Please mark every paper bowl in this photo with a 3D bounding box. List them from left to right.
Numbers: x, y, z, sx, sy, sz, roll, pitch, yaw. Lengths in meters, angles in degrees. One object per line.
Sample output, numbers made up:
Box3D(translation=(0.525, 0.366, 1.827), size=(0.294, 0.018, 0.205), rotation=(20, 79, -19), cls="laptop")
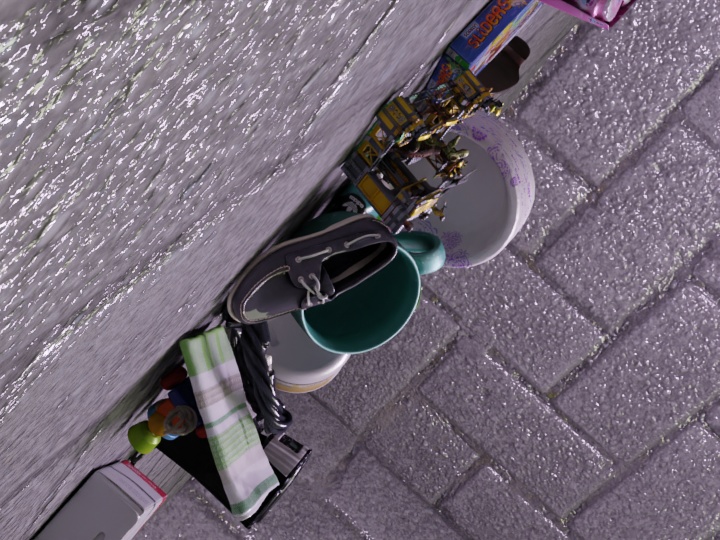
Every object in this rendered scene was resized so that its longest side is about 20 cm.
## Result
Box3D(translation=(0.124, -0.113, 1.565), size=(0.201, 0.201, 0.104), rotation=(-51, 175, 37), cls="paper bowl")

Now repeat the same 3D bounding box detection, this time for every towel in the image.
Box3D(translation=(-0.142, 0.163, 1.356), size=(0.031, 0.201, 0.149), rotation=(-17, -179, 6), cls="towel")

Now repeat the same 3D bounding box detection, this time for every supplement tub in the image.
Box3D(translation=(-0.084, 0.089, 1.657), size=(0.145, 0.145, 0.200), rotation=(-48, 177, -12), cls="supplement tub")

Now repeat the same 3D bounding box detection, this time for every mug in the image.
Box3D(translation=(-0.007, 0.009, 1.468), size=(0.114, 0.184, 0.153), rotation=(47, -57, 53), cls="mug")

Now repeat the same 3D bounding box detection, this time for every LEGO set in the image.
Box3D(translation=(0.085, -0.126, 1.362), size=(0.154, 0.116, 0.200), rotation=(-46, 167, 35), cls="LEGO set")

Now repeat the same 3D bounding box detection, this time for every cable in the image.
Box3D(translation=(-0.116, 0.113, 1.432), size=(0.051, 0.164, 0.200), rotation=(-19, 171, -12), cls="cable")

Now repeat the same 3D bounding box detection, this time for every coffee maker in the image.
Box3D(translation=(-0.196, 0.266, 1.750), size=(0.192, 0.200, 0.135), rotation=(-51, 176, 33), cls="coffee maker")

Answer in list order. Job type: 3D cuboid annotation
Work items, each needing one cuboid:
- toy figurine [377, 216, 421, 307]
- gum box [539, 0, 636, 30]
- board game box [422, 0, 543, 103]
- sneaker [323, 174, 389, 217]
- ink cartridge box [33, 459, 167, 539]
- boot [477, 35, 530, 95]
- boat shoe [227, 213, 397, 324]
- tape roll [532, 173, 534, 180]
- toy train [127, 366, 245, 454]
Box3D(translation=(-0.030, 0.008, 1.814), size=(0.184, 0.201, 0.150), rotation=(-28, 146, 35), cls="toy figurine")
Box3D(translation=(0.261, -0.343, 1.353), size=(0.200, 0.113, 0.066), rotation=(-46, 157, -46), cls="gum box")
Box3D(translation=(0.163, -0.291, 1.469), size=(0.200, 0.034, 0.135), rotation=(-47, 176, -20), cls="board game box")
Box3D(translation=(-0.023, -0.049, 1.582), size=(0.080, 0.071, 0.200), rotation=(-46, 168, -30), cls="sneaker")
Box3D(translation=(-0.337, 0.327, 1.575), size=(0.145, 0.083, 0.200), rotation=(-48, 177, -5), cls="ink cartridge box")
Box3D(translation=(0.160, -0.247, 1.845), size=(0.200, 0.064, 0.186), rotation=(-45, 178, 40), cls="boot")
Box3D(translation=(-0.049, 0.003, 1.327), size=(0.200, 0.073, 0.063), rotation=(-29, -146, -17), cls="boat shoe")
Box3D(translation=(0.136, -0.119, 1.690), size=(0.071, 0.202, 0.203), rotation=(-45, 176, -41), cls="tape roll")
Box3D(translation=(-0.224, 0.173, 1.413), size=(0.116, 0.085, 0.200), rotation=(-36, -178, 22), cls="toy train")
